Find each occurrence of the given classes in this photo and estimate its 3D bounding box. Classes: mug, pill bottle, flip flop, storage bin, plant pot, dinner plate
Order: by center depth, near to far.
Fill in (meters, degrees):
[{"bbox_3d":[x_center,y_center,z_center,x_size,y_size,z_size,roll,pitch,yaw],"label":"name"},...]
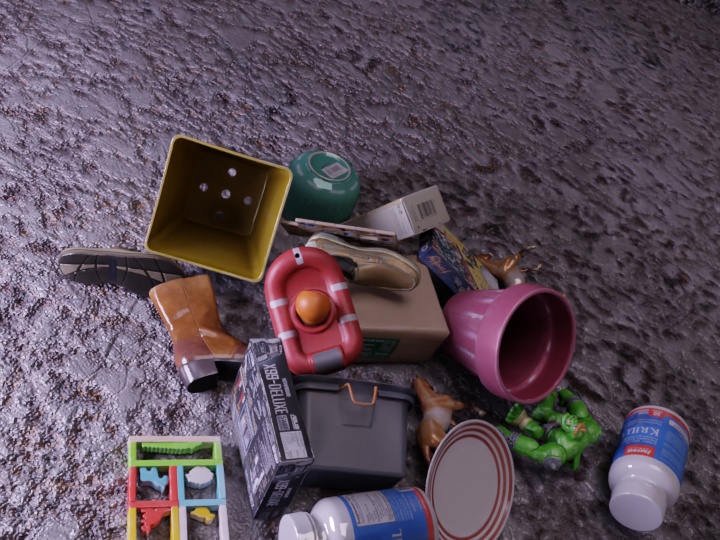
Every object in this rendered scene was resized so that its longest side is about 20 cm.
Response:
[{"bbox_3d":[-0.004,0.360,1.053,0.199,0.112,0.112,-1,48,-25],"label":"pill bottle"},{"bbox_3d":[-0.016,0.244,1.153,0.199,0.146,0.135,9,55,-17],"label":"storage bin"},{"bbox_3d":[0.160,0.322,1.158,0.200,0.024,0.201,2,87,-42],"label":"dinner plate"},{"bbox_3d":[-0.387,-0.007,1.272,0.199,0.081,0.058,8,30,-11],"label":"flip flop"},{"bbox_3d":[0.479,0.330,1.301,0.112,0.112,0.200,32,42,7],"label":"pill bottle"},{"bbox_3d":[0.238,0.112,1.344,0.200,0.201,0.179,-15,17,-35],"label":"plant pot"},{"bbox_3d":[-0.239,-0.118,1.350,0.199,0.201,0.176,16,12,-9],"label":"plant pot"},{"bbox_3d":[-0.078,-0.175,1.547,0.151,0.115,0.185,9,45,-17],"label":"mug"}]

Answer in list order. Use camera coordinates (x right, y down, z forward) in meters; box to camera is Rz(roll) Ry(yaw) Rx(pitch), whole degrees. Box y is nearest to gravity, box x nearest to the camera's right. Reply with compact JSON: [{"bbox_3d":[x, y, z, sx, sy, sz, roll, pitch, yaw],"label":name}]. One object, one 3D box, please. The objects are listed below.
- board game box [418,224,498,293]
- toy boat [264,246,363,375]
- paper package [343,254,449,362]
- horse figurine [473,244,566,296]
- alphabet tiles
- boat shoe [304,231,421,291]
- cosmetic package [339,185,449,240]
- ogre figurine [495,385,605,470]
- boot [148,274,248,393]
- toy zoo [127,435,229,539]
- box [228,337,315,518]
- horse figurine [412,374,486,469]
[{"bbox_3d":[0.190,-0.003,1.484,0.200,0.035,0.136,43,25,-18],"label":"board game box"},{"bbox_3d":[-0.073,0.058,1.187,0.130,0.131,0.201,-16,78,-8],"label":"toy boat"},{"bbox_3d":[0.032,0.063,1.372,0.199,0.104,0.191,5,46,-23],"label":"paper package"},{"bbox_3d":[0.330,0.026,1.585,0.132,0.050,0.200,-13,60,-19],"label":"horse figurine"},{"bbox_3d":[-0.034,-0.060,1.335,0.199,0.167,0.008,9,82,6],"label":"alphabet tiles"},{"bbox_3d":[0.000,0.000,1.288,0.199,0.072,0.076,15,29,4],"label":"boat shoe"},{"bbox_3d":[0.058,-0.089,1.459,0.103,0.200,0.073,-23,94,-40],"label":"cosmetic package"},{"bbox_3d":[0.329,0.271,1.319,0.200,0.098,0.120,1,27,-45],"label":"ogre figurine"},{"bbox_3d":[-0.224,0.092,1.258,0.188,0.069,0.200,-14,54,-22],"label":"boot"},{"bbox_3d":[-0.246,0.315,1.049,0.131,0.020,0.200,5,46,-21],"label":"toy zoo"},{"bbox_3d":[-0.132,0.221,1.096,0.050,0.158,0.200,0,47,-25],"label":"box"},{"bbox_3d":[0.135,0.259,1.255,0.132,0.050,0.200,30,38,-8],"label":"horse figurine"}]
